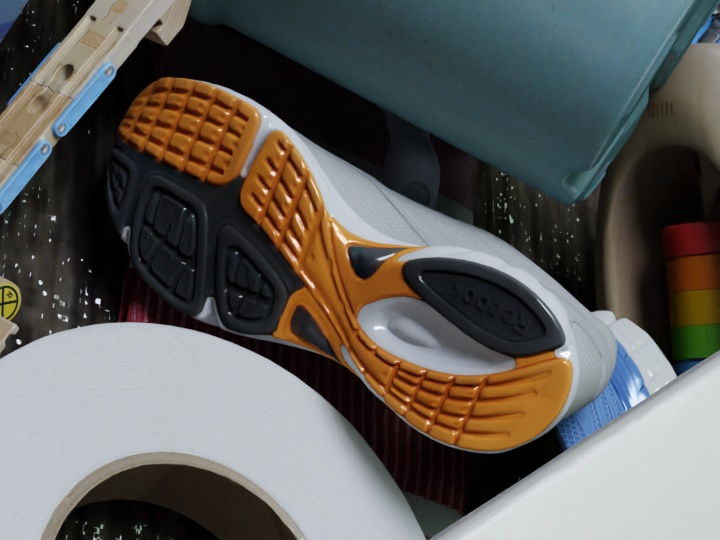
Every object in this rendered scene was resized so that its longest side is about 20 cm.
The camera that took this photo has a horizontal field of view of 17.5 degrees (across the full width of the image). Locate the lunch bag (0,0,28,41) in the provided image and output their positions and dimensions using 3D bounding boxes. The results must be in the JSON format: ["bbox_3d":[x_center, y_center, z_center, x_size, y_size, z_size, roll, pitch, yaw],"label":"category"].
[{"bbox_3d":[-0.205,-0.132,0.745,0.199,0.151,0.094,13,51,-29],"label":"lunch bag"}]

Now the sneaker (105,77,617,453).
[{"bbox_3d":[0.000,0.000,0.812,0.200,0.076,0.092,34,13,23],"label":"sneaker"}]

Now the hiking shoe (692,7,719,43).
[{"bbox_3d":[0.148,-0.081,0.999,0.074,0.086,0.201,33,37,-66],"label":"hiking shoe"}]

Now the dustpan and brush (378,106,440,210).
[{"bbox_3d":[0.020,-0.083,0.924,0.139,0.057,0.200,16,23,-11],"label":"dustpan and brush"}]

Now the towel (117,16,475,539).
[{"bbox_3d":[-0.021,0.006,0.870,0.144,0.023,0.201,22,49,-23],"label":"towel"}]

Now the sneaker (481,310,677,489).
[{"bbox_3d":[0.096,0.112,0.818,0.089,0.079,0.200,-18,63,-32],"label":"sneaker"}]

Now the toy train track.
[{"bbox_3d":[-0.118,-0.017,0.749,0.200,0.114,0.033,-53,138,-15],"label":"toy train track"}]

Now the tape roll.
[{"bbox_3d":[-0.062,0.113,0.732,0.202,0.037,0.204,16,58,-28],"label":"tape roll"}]

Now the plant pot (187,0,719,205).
[{"bbox_3d":[0.034,-0.136,0.814,0.196,0.201,0.200,33,43,7],"label":"plant pot"}]

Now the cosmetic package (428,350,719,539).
[{"bbox_3d":[0.057,0.099,0.703,0.200,0.104,0.073,-31,84,-27],"label":"cosmetic package"}]

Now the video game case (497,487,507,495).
[{"bbox_3d":[0.099,0.195,0.814,0.182,0.022,0.200,34,45,-10],"label":"video game case"}]

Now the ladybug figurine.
[{"bbox_3d":[0.149,0.014,0.893,0.072,0.136,0.201,-3,92,-30],"label":"ladybug figurine"}]
